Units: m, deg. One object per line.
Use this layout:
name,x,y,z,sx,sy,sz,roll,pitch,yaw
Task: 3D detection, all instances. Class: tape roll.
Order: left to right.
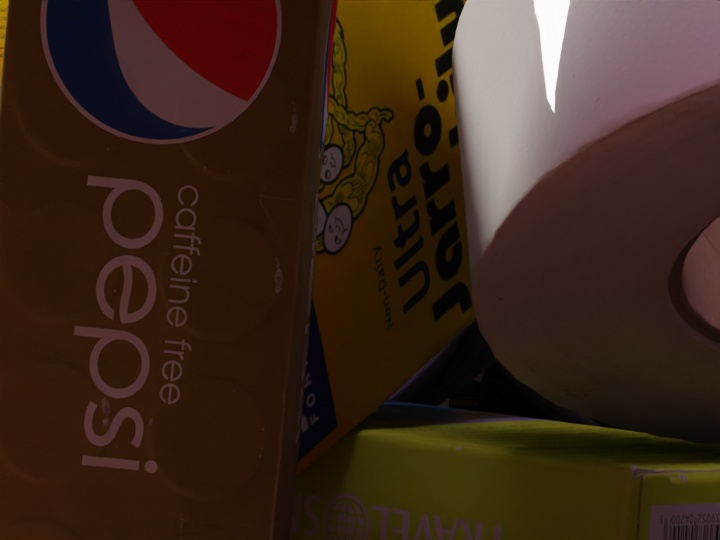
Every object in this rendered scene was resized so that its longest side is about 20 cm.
tape roll,0.123,-0.030,0.609,0.201,0.071,0.203,-2,-29,-1

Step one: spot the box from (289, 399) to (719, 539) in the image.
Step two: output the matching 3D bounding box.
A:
box,0.026,0.063,0.701,0.199,0.048,0.122,5,0,40

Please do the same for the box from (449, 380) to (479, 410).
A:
box,0.030,0.017,1.054,0.198,0.048,0.193,4,-28,7

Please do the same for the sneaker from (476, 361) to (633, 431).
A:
sneaker,0.093,0.056,0.887,0.071,0.099,0.200,37,-15,30

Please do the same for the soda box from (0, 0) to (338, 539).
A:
soda box,-0.042,-0.019,0.548,0.067,0.202,0.064,5,5,1

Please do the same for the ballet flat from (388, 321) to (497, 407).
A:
ballet flat,0.030,0.032,0.942,0.200,0.073,0.073,-36,-8,10

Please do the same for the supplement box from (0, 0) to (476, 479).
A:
supplement box,-0.017,-0.042,0.698,0.109,0.109,0.200,7,32,36
